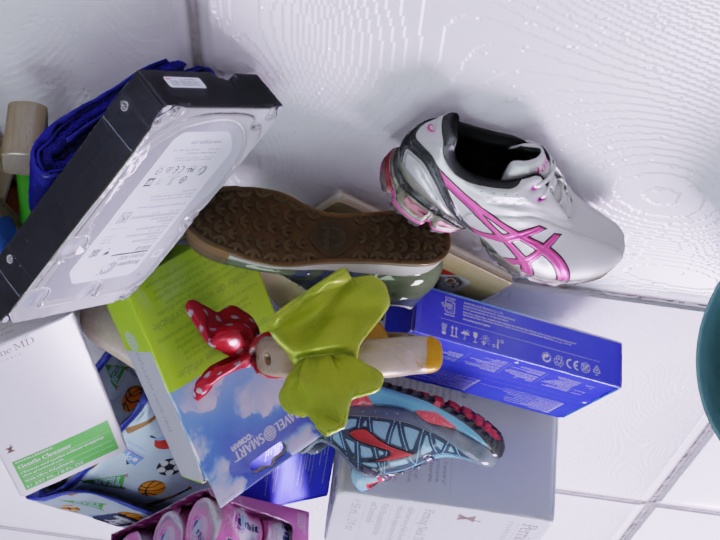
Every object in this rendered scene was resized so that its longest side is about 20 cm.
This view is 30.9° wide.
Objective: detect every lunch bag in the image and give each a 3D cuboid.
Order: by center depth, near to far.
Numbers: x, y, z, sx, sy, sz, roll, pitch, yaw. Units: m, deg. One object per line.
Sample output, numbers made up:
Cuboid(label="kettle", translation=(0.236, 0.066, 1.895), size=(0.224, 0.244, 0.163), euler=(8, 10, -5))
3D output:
Cuboid(label="lunch bag", translation=(-0.211, 0.181, 1.286), size=(0.169, 0.124, 0.200), euler=(27, 118, -37))

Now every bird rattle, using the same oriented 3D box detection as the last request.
Cuboid(label="bird rattle", translation=(-0.032, 0.069, 0.973), size=(0.162, 0.114, 0.199), euler=(2, 170, -33))

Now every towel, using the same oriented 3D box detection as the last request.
Cuboid(label="towel", translation=(-0.179, -0.063, 0.938), size=(0.050, 0.147, 0.200), euler=(49, 152, 14))

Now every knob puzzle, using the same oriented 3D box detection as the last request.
Cuboid(label="knob puzzle", translation=(0.000, 0.000, 1.093), size=(0.217, 0.031, 0.220), euler=(6, 152, 3))

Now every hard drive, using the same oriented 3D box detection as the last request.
Cuboid(label="hard drive", translation=(-0.152, -0.049, 0.874), size=(0.200, 0.038, 0.139), euler=(-46, 165, 24))

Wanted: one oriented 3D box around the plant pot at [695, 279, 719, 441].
Cuboid(label="plant pot", translation=(0.377, 0.074, 0.968), size=(0.199, 0.203, 0.160), euler=(-17, 156, 39))

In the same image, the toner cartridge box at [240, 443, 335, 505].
Cuboid(label="toner cartridge box", translation=(-0.067, 0.133, 1.217), size=(0.094, 0.043, 0.202), euler=(-8, 128, -25))

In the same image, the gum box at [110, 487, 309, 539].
Cuboid(label="gum box", translation=(-0.144, 0.269, 1.239), size=(0.113, 0.067, 0.199), euler=(20, 146, -32))

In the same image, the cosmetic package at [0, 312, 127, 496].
Cuboid(label="cosmetic package", translation=(-0.278, 0.089, 1.105), size=(0.107, 0.085, 0.201), euler=(-24, 142, -12))

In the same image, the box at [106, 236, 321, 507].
Cuboid(label="box", translation=(-0.118, 0.074, 1.063), size=(0.047, 0.121, 0.202), euler=(2, 117, 52))

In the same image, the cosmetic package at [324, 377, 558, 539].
Cuboid(label="cosmetic package", translation=(0.076, 0.173, 1.248), size=(0.197, 0.168, 0.168), euler=(8, 152, -2))

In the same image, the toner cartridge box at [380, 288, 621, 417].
Cuboid(label="toner cartridge box", translation=(0.112, 0.071, 1.102), size=(0.198, 0.044, 0.095), euler=(16, 153, -20))

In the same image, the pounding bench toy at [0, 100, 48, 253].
Cuboid(label="pounding bench toy", translation=(-0.291, -0.053, 0.973), size=(0.198, 0.125, 0.156), euler=(-2, 151, 18))

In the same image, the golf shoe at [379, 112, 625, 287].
Cuboid(label="golf shoe", translation=(0.116, -0.048, 0.928), size=(0.198, 0.073, 0.092), euler=(21, 148, -22))

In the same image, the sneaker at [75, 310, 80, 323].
Cuboid(label="sneaker", translation=(-0.317, 0.044, 1.245), size=(0.085, 0.073, 0.200), euler=(49, 147, -8))

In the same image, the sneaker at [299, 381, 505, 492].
Cuboid(label="sneaker", translation=(0.029, 0.147, 1.116), size=(0.198, 0.097, 0.079), euler=(13, 177, 29))

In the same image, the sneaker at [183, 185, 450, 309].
Cuboid(label="sneaker", translation=(-0.036, -0.006, 0.985), size=(0.198, 0.068, 0.090), euler=(6, 147, -3))

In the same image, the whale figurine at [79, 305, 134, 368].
Cuboid(label="whale figurine", translation=(-0.165, 0.043, 1.166), size=(0.158, 0.104, 0.200), euler=(30, 179, 15))
